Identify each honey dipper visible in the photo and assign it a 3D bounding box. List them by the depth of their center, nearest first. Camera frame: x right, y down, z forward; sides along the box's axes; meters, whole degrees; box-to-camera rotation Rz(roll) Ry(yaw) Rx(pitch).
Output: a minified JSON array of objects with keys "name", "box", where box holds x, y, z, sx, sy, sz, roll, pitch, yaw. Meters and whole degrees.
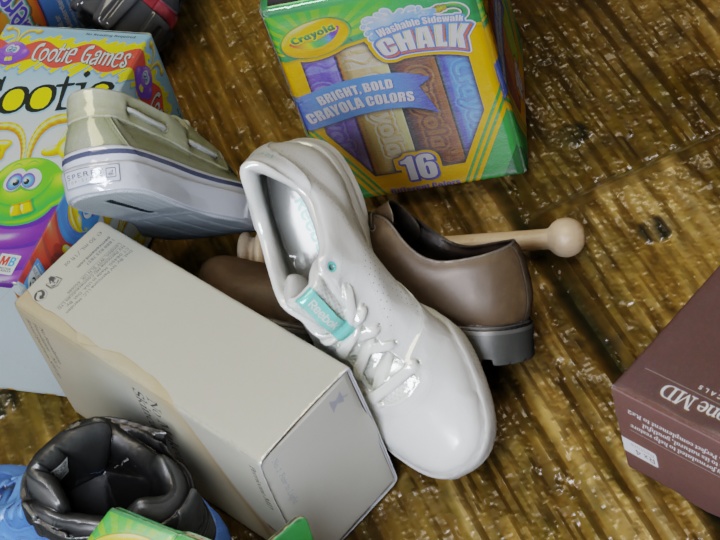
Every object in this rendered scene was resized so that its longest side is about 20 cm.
[{"name":"honey dipper","box":[0.029,-0.013,1.267,0.199,0.038,0.038,-6,47,10]}]

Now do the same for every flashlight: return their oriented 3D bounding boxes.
[{"name":"flashlight","box":[-0.106,-0.231,1.453,0.068,0.068,0.200,37,85,12]}]

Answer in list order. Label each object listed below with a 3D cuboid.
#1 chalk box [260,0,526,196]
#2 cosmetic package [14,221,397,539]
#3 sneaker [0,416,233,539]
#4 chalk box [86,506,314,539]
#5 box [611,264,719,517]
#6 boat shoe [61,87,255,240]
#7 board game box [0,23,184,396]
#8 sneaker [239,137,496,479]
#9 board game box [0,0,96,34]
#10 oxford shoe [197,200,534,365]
[{"name":"chalk box","box":[0.018,-0.158,1.277,0.123,0.200,0.125,-8,46,11]},{"name":"cosmetic package","box":[-0.084,0.064,1.183,0.200,0.104,0.073,29,64,38]},{"name":"sneaker","box":[-0.161,0.116,1.153,0.199,0.112,0.077,13,53,28]},{"name":"chalk box","box":[-0.085,0.202,1.041,0.123,0.125,0.200,17,54,30]},{"name":"box","box":[0.228,0.033,1.132,0.100,0.075,0.200,26,62,35]},{"name":"boat shoe","box":[-0.107,-0.057,1.243,0.072,0.200,0.062,-6,81,16]},{"name":"board game box","box":[-0.190,-0.039,1.312,0.102,0.105,0.201,5,51,22]},{"name":"sneaker","box":[-0.006,0.024,1.139,0.075,0.088,0.201,-35,83,17]},{"name":"board game box","box":[-0.201,-0.221,1.453,0.045,0.152,0.200,20,56,33]},{"name":"oxford shoe","box":[0.000,0.000,1.218,0.199,0.085,0.073,3,14,17]}]
